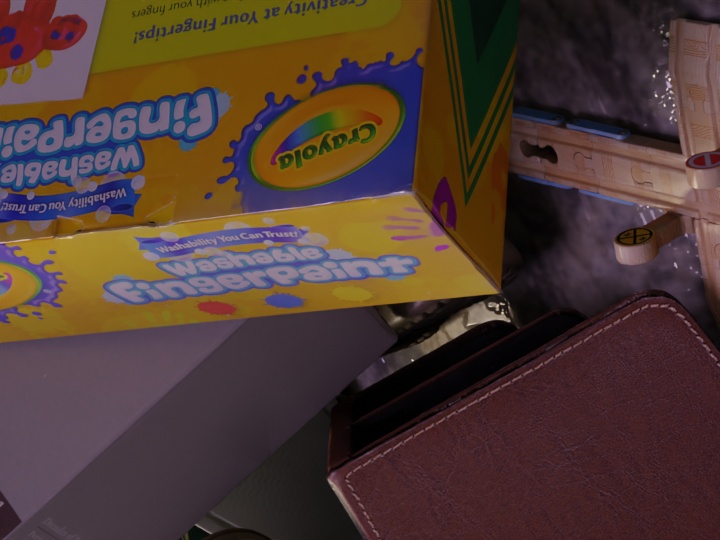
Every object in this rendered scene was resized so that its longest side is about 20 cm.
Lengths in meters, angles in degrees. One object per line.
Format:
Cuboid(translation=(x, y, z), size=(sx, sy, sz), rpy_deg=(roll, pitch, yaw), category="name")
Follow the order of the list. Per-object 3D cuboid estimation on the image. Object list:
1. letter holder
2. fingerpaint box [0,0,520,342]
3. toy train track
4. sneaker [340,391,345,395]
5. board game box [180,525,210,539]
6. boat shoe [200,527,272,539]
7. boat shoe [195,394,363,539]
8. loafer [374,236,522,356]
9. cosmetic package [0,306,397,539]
Cuboid(translation=(0.097, 0.111, 0.729), size=(0.201, 0.142, 0.101), rpy_deg=(60, -175, -7), category="letter holder")
Cuboid(translation=(-0.051, -0.071, 0.650), size=(0.199, 0.168, 0.073), rpy_deg=(-7, 153, 25), category="fingerpaint box")
Cuboid(translation=(0.083, -0.031, 0.686), size=(0.200, 0.032, 0.115), rpy_deg=(19, 130, 51), category="toy train track")
Cuboid(translation=(-0.067, 0.115, 0.979), size=(0.078, 0.090, 0.200), rpy_deg=(48, 147, 21), category="sneaker")
Cuboid(translation=(-0.070, 0.095, 0.818), size=(0.200, 0.105, 0.023), rpy_deg=(54, 149, -1), category="board game box")
Cuboid(translation=(0.003, 0.166, 0.764), size=(0.200, 0.072, 0.068), rpy_deg=(36, -177, -42), category="boat shoe")
Cuboid(translation=(-0.012, 0.086, 0.802), size=(0.199, 0.076, 0.060), rpy_deg=(25, 168, -15), category="boat shoe")
Cuboid(translation=(0.000, 0.000, 0.805), size=(0.200, 0.076, 0.068), rpy_deg=(-31, 79, 60), category="loafer")
Cuboid(translation=(-0.098, 0.042, 0.711), size=(0.107, 0.200, 0.090), rpy_deg=(45, -179, 32), category="cosmetic package")
